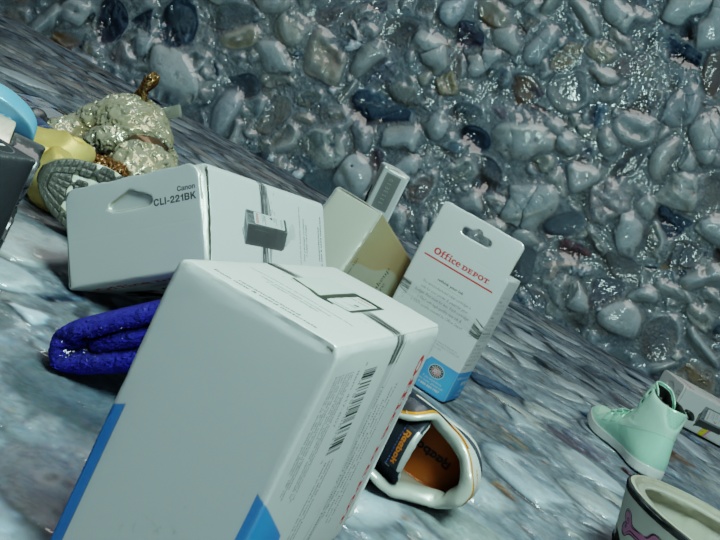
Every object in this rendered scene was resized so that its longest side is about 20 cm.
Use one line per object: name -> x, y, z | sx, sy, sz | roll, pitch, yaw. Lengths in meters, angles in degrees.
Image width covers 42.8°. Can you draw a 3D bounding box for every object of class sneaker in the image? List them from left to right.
sneaker -> -0.254, -0.059, 0.945 | 0.088, 0.078, 0.199 | 21, -6, 43
sneaker -> 0.007, 0.110, 0.693 | 0.198, 0.079, 0.079 | 29, 5, 0
sneaker -> 0.404, 0.209, 1.322 | 0.073, 0.119, 0.200 | 24, 7, -14

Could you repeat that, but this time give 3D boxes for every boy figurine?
boy figurine -> -0.342, -0.124, 0.991 | 0.123, 0.065, 0.200 | -3, 28, -36

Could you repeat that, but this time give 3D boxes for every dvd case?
dvd case -> -0.461, -0.226, 1.436 | 0.198, 0.018, 0.143 | 30, 8, 4

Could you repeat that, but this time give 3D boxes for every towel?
towel -> -0.114, 0.039, 0.658 | 0.146, 0.050, 0.200 | -13, 1, 10

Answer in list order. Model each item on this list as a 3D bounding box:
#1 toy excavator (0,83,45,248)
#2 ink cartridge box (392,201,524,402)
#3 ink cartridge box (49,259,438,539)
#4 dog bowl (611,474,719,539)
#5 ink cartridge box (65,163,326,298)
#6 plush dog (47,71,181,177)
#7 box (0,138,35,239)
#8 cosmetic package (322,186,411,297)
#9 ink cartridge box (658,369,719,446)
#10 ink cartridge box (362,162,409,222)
toy excavator -> -0.317, -0.097, 0.739 | 0.099, 0.195, 0.201 | 24, 37, -24
ink cartridge box -> 0.106, 0.036, 1.070 | 0.115, 0.202, 0.067 | 31, 8, 22
ink cartridge box -> -0.043, 0.078, 0.468 | 0.084, 0.147, 0.200 | 28, 6, 15
dog bowl -> 0.301, 0.261, 0.780 | 0.198, 0.074, 0.200 | 28, 8, -4
ink cartridge box -> -0.136, -0.024, 0.801 | 0.142, 0.085, 0.199 | -8, -9, 24
plush dog -> -0.274, -0.136, 1.135 | 0.199, 0.160, 0.173 | 20, 34, -49
box -> -0.273, -0.032, 0.445 | 0.105, 0.123, 0.200 | 29, 8, 10
cosmetic package -> 0.000, 0.000, 1.087 | 0.071, 0.106, 0.200 | 31, -9, 27
ink cartridge box -> 0.758, 0.315, 2.026 | 0.198, 0.086, 0.148 | 27, 8, -3
ink cartridge box -> 0.004, -0.059, 1.330 | 0.043, 0.202, 0.174 | 26, 8, -7
